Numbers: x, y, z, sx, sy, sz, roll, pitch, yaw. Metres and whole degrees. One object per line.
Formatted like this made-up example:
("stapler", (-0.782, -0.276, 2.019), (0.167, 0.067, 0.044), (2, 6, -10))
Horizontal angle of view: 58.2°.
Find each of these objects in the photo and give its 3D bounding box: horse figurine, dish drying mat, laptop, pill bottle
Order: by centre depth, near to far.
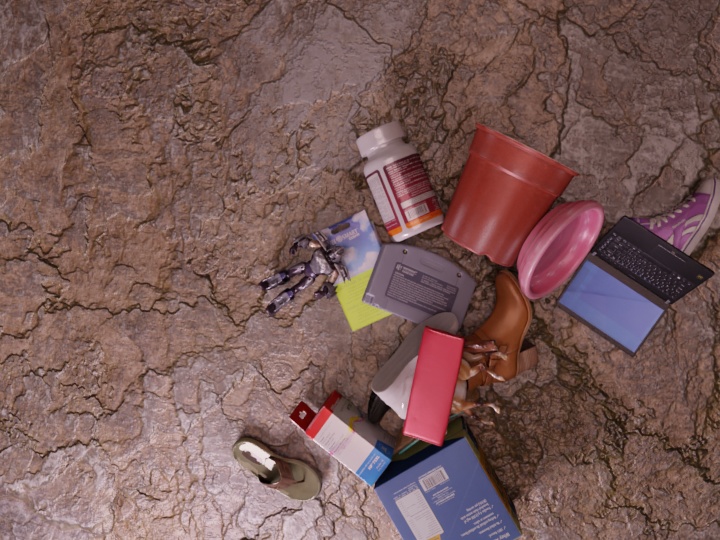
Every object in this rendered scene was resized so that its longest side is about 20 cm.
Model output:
("dish drying mat", (0.127, 0.201, 1.121), (0.076, 0.018, 0.204), (14, 105, 15))
("horse figurine", (0.186, 0.201, 1.140), (0.130, 0.050, 0.204), (9, 109, 5))
("laptop", (0.478, 0.033, 1.150), (0.176, 0.201, 0.104), (34, 63, 7))
("pill bottle", (0.071, -0.163, 1.196), (0.108, 0.110, 0.203), (-22, 91, 8))

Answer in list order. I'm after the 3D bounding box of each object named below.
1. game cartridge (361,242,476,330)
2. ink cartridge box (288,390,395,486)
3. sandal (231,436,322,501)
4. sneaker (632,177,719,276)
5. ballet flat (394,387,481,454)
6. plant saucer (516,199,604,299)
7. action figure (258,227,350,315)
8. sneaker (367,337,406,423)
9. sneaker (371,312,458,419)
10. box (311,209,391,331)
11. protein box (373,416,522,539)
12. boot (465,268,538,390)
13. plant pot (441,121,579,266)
("game cartridge", (0.113, 0.030, 1.207), (0.197, 0.041, 0.135), (23, 91, -14))
("ink cartridge box", (-0.032, 0.304, 1.235), (0.199, 0.116, 0.068), (38, 98, 3))
("sandal", (-0.172, 0.404, 1.289), (0.198, 0.057, 0.081), (24, 96, 5))
("sneaker", (0.554, -0.090, 1.160), (0.113, 0.073, 0.203), (30, 97, 7))
("ballet flat", (0.135, 0.270, 1.240), (0.198, 0.068, 0.073), (-34, 79, 6))
("plant saucer", (0.344, -0.043, 1.140), (0.051, 0.200, 0.201), (42, 98, 32))
("action figure", (-0.102, 0.006, 1.216), (0.199, 0.069, 0.132), (-32, 81, 27))
("sneaker", (0.084, 0.218, 1.240), (0.090, 0.076, 0.201), (33, 101, -5))
("sneaker", (0.120, 0.178, 1.183), (0.200, 0.074, 0.116), (-44, 121, -6))
("box", (0.000, 0.000, 1.246), (0.120, 0.048, 0.203), (-24, 91, 7))
("protein box", (0.161, 0.424, 1.209), (0.197, 0.135, 0.202), (-31, 89, 8))
("boot", (0.236, 0.112, 1.194), (0.153, 0.077, 0.203), (-17, 105, -13))
("plant pot", (0.248, -0.127, 1.144), (0.198, 0.201, 0.198), (27, 104, 5))
